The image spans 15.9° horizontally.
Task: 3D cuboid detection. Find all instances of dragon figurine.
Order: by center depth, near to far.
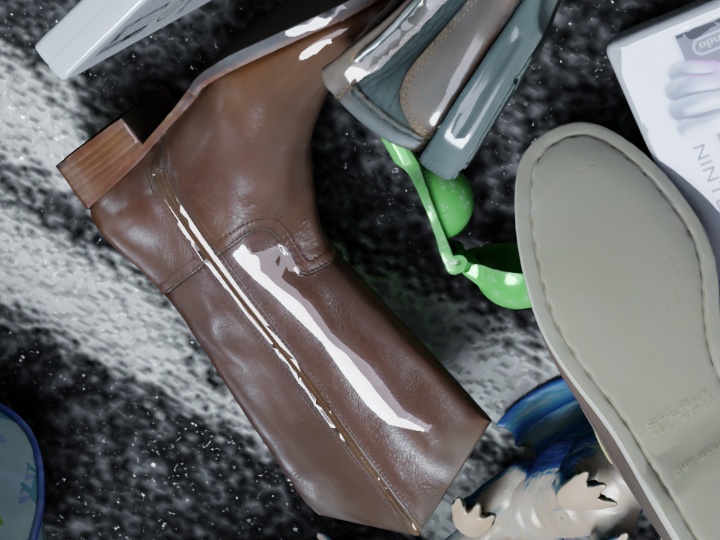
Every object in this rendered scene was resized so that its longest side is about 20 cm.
[{"bbox_3d":[0.084,0.083,1.045,0.200,0.099,0.059,-24,107,36],"label":"dragon figurine"}]

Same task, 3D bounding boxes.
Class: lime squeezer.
[{"bbox_3d":[0.051,-0.027,0.998,0.200,0.038,0.071,32,122,-11],"label":"lime squeezer"}]

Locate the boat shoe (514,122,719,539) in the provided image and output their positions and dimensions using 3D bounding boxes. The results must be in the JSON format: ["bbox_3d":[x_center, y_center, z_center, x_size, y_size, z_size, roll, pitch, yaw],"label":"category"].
[{"bbox_3d":[0.113,0.040,0.958,0.072,0.200,0.060,-26,162,-5],"label":"boat shoe"}]

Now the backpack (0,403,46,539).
[{"bbox_3d":[-0.227,0.106,1.045,0.199,0.183,0.147,8,125,-2],"label":"backpack"}]

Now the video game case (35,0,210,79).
[{"bbox_3d":[-0.012,-0.147,0.870,0.200,0.143,0.018,-40,91,28],"label":"video game case"}]

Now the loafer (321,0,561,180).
[{"bbox_3d":[0.057,-0.130,0.879,0.063,0.072,0.200,30,94,1],"label":"loafer"}]

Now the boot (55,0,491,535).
[{"bbox_3d":[0.000,0.000,0.983,0.186,0.064,0.200,-29,101,43],"label":"boot"}]

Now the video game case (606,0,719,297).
[{"bbox_3d":[0.215,-0.038,0.942,0.199,0.023,0.182,-21,100,21],"label":"video game case"}]
